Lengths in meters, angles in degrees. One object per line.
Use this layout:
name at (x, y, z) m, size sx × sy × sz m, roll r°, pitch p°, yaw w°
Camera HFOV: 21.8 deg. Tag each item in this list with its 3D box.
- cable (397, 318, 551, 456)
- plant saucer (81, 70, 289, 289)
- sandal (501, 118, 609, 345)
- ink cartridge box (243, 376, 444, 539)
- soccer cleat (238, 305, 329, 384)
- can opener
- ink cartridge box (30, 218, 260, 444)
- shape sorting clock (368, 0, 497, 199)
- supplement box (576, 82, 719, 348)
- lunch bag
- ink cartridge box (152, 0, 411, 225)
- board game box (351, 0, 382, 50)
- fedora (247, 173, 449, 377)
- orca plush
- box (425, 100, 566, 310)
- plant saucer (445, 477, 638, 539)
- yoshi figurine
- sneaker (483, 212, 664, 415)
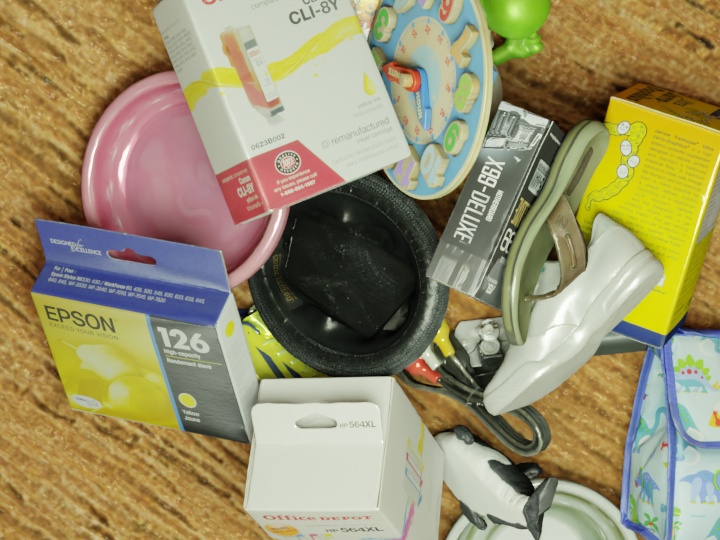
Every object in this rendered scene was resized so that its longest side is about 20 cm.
cable at (0.085, 0.107, 1.705) m, size 0.200 × 0.050 × 0.097 m, roll 51°, pitch 129°, yaw 26°
plant saucer at (-0.149, -0.076, 1.655) m, size 0.200 × 0.051 × 0.202 m, roll 2°, pitch 95°, yaw 20°
sandal at (0.169, -0.030, 1.561) m, size 0.057 × 0.080 × 0.202 m, roll 24°, pitch 86°, yaw 18°
ink cartridge box at (-0.015, 0.181, 1.660) m, size 0.128 × 0.126 × 0.200 m, roll -3°, pitch 151°, yaw 19°
soccer cleat at (-0.086, 0.078, 1.734) m, size 0.199 × 0.065 × 0.084 m, roll 25°, pitch 90°, yaw -13°
can opener at (0.182, 0.064, 1.750) m, size 0.199 × 0.053 × 0.067 m, roll -9°, pitch 143°, yaw 3°
ink cartridge box at (-0.193, 0.057, 1.659) m, size 0.197 × 0.047 × 0.201 m, roll 9°, pitch 135°, yaw 26°
shape sorting clock at (0.052, -0.160, 1.569) m, size 0.039 × 0.200 × 0.201 m, roll -5°, pitch 111°, yaw -26°
supplement box at (0.255, -0.051, 1.658) m, size 0.109 × 0.109 × 0.201 m, roll 20°, pitch 108°, yaw 16°
lunch bag at (0.342, 0.153, 1.733) m, size 0.169 × 0.127 × 0.201 m, roll 1°, pitch 97°, yaw -17°
ink cartridge box at (-0.067, -0.158, 1.560) m, size 0.145 × 0.083 × 0.201 m, roll -23°, pitch 92°, yaw -24°
board game box at (0.008, -0.220, 1.656) m, size 0.199 × 0.023 × 0.105 m, roll -10°, pitch 111°, yaw 2°
fedora at (0.000, 0.000, 1.677) m, size 0.200 × 0.092 × 0.202 m, roll 1°, pitch 94°, yaw 23°
orca plush at (0.137, 0.182, 1.718) m, size 0.071 × 0.200 × 0.106 m, roll -21°, pitch 97°, yaw -21°
box at (0.130, -0.047, 1.608) m, size 0.050 × 0.200 × 0.158 m, roll 24°, pitch 89°, yaw 18°
plant saucer at (0.172, 0.285, 1.817) m, size 0.199 × 0.050 × 0.201 m, roll -1°, pitch 109°, yaw -2°
yoshi figurine at (0.114, -0.178, 1.614) m, size 0.111 × 0.112 × 0.201 m, roll -3°, pitch 107°, yaw -18°
sneaker at (0.168, 0.038, 1.623) m, size 0.200 × 0.075 × 0.089 m, roll -47°, pitch 71°, yaw 15°
